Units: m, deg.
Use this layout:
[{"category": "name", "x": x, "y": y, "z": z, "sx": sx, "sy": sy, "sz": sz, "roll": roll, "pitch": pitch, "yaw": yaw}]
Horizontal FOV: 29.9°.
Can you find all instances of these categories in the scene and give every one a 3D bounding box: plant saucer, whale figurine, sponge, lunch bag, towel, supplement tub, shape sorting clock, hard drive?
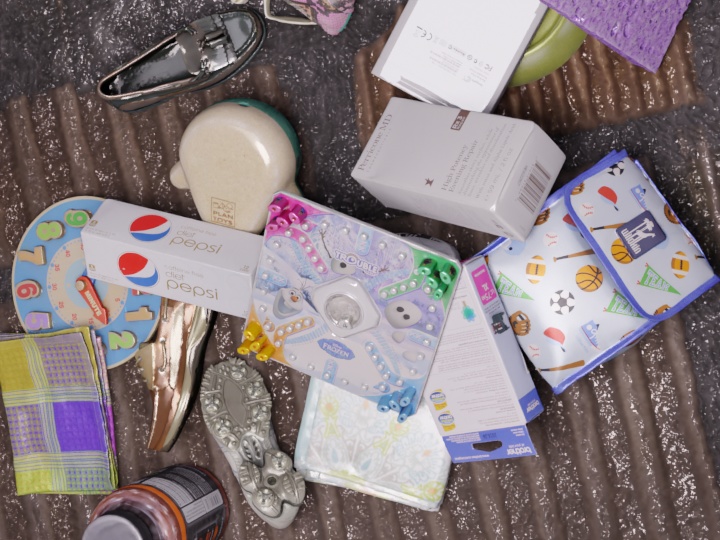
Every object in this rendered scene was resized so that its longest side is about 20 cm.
[{"category": "plant saucer", "x": 0.147, "y": -0.292, "z": 1.403, "sx": 0.199, "sy": 0.031, "sz": 0.201, "roll": 1, "pitch": 93, "yaw": 16}, {"category": "whale figurine", "x": -0.127, "y": -0.092, "z": 1.466, "sx": 0.159, "sy": 0.104, "sz": 0.200, "roll": 13, "pitch": 120, "yaw": 15}, {"category": "sponge", "x": 0.249, "y": -0.276, "z": 1.298, "sx": 0.030, "sy": 0.200, "sz": 0.112, "roll": 35, "pitch": 101, "yaw": 45}, {"category": "lunch bag", "x": 0.230, "y": 0.000, "z": 1.346, "sx": 0.200, "sy": 0.124, "sz": 0.170, "roll": -35, "pitch": 84, "yaw": 10}, {"category": "towel", "x": -0.350, "y": 0.163, "z": 1.549, "sx": 0.143, "sy": 0.023, "sz": 0.201, "roll": -3, "pitch": 99, "yaw": 21}, {"category": "supplement tub", "x": -0.222, "y": 0.274, "z": 1.441, "sx": 0.107, "sy": 0.200, "sz": 0.107, "roll": 1, "pitch": 93, "yaw": 16}, {"category": "shape sorting clock", "x": -0.312, "y": 0.015, "z": 1.538, "sx": 0.199, "sy": 0.039, "sz": 0.201, "roll": 1, "pitch": 92, "yaw": 15}, {"category": "hard drive", "x": 0.115, "y": -0.261, "z": 1.383, "sx": 0.132, "sy": 0.027, "sz": 0.200, "roll": 30, "pitch": 100, "yaw": 12}, {"category": "towel", "x": 0.026, "y": 0.147, "z": 1.449, "sx": 0.171, "sy": 0.048, "sz": 0.201, "roll": 13, "pitch": 96, "yaw": 11}]

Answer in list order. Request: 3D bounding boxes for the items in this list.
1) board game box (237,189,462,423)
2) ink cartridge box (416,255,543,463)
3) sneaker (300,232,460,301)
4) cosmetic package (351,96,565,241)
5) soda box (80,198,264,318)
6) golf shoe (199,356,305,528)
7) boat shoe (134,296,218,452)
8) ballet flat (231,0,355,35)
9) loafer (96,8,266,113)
[{"category": "board game box", "x": -0.017, "y": 0.041, "z": 1.345, "sx": 0.200, "sy": 0.026, "sz": 0.200, "roll": 22, "pitch": 125, "yaw": 10}, {"category": "ink cartridge box", "x": 0.106, "y": 0.092, "z": 1.350, "sx": 0.119, "sy": 0.042, "sz": 0.200, "roll": -16, "pitch": 97, "yaw": 45}, {"category": "sneaker", "x": 0.000, "y": 0.000, "z": 1.412, "sx": 0.199, "sy": 0.115, "sz": 0.075, "roll": 0, "pitch": 93, "yaw": 15}, {"category": "cosmetic package", "x": 0.095, "y": -0.104, "z": 1.346, "sx": 0.200, "sy": 0.074, "sz": 0.102, "roll": 16, "pitch": 74, "yaw": 43}, {"category": "soda box", "x": -0.194, "y": -0.014, "z": 1.444, "sx": 0.199, "sy": 0.064, "sz": 0.068, "roll": 13, "pitch": 134, "yaw": 14}, {"category": "golf shoe", "x": -0.122, "y": 0.194, "z": 1.476, "sx": 0.078, "sy": 0.097, "sz": 0.200, "roll": -17, "pitch": 59, "yaw": -12}, {"category": "boat shoe", "x": -0.210, "y": 0.097, "z": 1.492, "sx": 0.074, "sy": 0.076, "sz": 0.201, "roll": 14, "pitch": 87, "yaw": -1}, {"category": "ballet flat", "x": -0.099, "y": -0.310, "z": 1.458, "sx": 0.200, "sy": 0.069, "sz": 0.071, "roll": 28, "pitch": 119, "yaw": 12}, {"category": "loafer", "x": -0.198, "y": -0.228, "z": 1.483, "sx": 0.200, "sy": 0.063, "sz": 0.072, "roll": -25, "pitch": 86, "yaw": 15}]
